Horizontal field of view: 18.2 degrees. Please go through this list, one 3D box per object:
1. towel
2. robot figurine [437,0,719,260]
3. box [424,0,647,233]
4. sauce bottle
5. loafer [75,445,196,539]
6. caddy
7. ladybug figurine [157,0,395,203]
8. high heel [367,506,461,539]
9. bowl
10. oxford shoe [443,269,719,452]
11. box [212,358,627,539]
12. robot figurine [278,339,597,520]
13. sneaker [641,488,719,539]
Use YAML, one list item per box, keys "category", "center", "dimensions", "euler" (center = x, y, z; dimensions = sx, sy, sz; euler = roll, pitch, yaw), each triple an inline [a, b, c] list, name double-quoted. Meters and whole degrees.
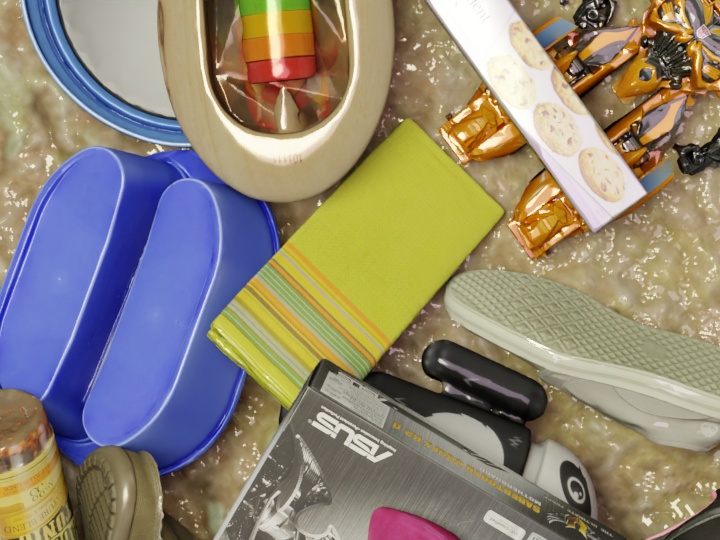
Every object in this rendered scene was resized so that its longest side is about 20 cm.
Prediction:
- category: "towel"
  center: [0.000, 0.000, 1.304]
  dimensions: [0.086, 0.018, 0.200]
  euler: [45, 56, -4]
- category: "robot figurine"
  center: [0.153, -0.103, 1.328]
  dimensions: [0.199, 0.058, 0.145]
  euler: [-37, 91, 3]
- category: "box"
  center: [0.090, -0.112, 1.282]
  dimensions: [0.041, 0.039, 0.201]
  euler: [-35, 91, 4]
- category: "sauce bottle"
  center: [-0.189, 0.164, 1.290]
  dimensions: [0.065, 0.066, 0.201]
  euler: [-9, 123, 2]
- category: "loafer"
  center: [-0.124, 0.165, 1.299]
  dimensions: [0.067, 0.201, 0.076]
  euler: [-11, 55, -14]
- category: "caddy"
  center: [-0.129, 0.022, 1.320]
  dimensions: [0.140, 0.105, 0.201]
  euler: [19, 87, 23]
- category: "ladybug figurine"
  center: [-0.047, -0.140, 1.288]
  dimensions: [0.134, 0.072, 0.202]
  euler: [-1, 92, 1]
- category: "high heel"
  center: [0.018, 0.224, 1.200]
  dimensions: [0.096, 0.067, 0.201]
  euler: [35, 128, 28]
- category: "bowl"
  center: [-0.102, -0.174, 1.345]
  dimensions: [0.199, 0.039, 0.203]
  euler: [0, 92, 2]
- category: "oxford shoe"
  center: [0.139, 0.057, 1.333]
  dimensions: [0.199, 0.075, 0.058]
  euler: [21, 128, 3]
- category: "box"
  center: [0.022, 0.166, 1.228]
  dimensions: [0.199, 0.048, 0.159]
  euler: [31, 109, -2]
- category: "robot figurine"
  center: [0.039, 0.133, 1.304]
  dimensions: [0.199, 0.125, 0.151]
  euler: [21, 116, 2]
- category: "sneaker"
  center: [0.175, 0.187, 1.258]
  dimensions: [0.199, 0.095, 0.079]
  euler: [-34, 121, -27]
